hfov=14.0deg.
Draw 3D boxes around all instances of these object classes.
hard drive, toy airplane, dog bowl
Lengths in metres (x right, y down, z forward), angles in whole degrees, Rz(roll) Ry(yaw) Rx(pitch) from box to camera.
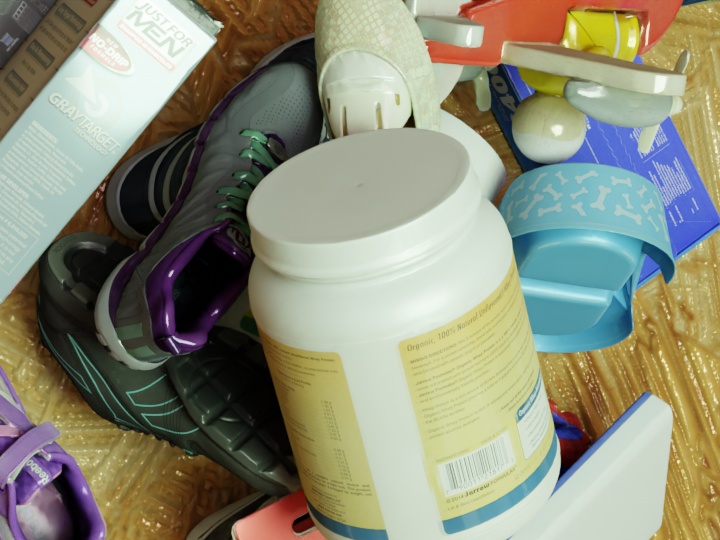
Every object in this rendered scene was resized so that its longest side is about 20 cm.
[{"bbox_3d":[0.119,0.180,1.811,0.200,0.025,0.132,-42,151,-29],"label":"hard drive"},{"bbox_3d":[0.096,-0.124,1.720,0.198,0.200,0.142,-6,113,8],"label":"toy airplane"},{"bbox_3d":[0.124,-0.007,1.785,0.111,0.200,0.050,8,67,-8],"label":"dog bowl"}]

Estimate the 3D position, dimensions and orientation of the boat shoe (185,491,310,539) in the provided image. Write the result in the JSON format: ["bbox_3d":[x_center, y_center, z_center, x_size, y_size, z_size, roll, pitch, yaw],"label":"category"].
[{"bbox_3d":[-0.014,0.140,1.773,0.200,0.064,0.071,-35,105,-24],"label":"boat shoe"}]

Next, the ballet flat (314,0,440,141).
[{"bbox_3d":[0.014,-0.065,1.640,0.062,0.067,0.201,-61,141,-64],"label":"ballet flat"}]

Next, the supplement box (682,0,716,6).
[{"bbox_3d":[0.245,-0.277,1.882,0.199,0.134,0.201,-11,94,-28],"label":"supplement box"}]

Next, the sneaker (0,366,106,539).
[{"bbox_3d":[-0.207,0.098,1.657,0.080,0.088,0.201,-41,106,-21],"label":"sneaker"}]

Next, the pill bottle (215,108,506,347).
[{"bbox_3d":[0.000,0.000,1.756,0.113,0.113,0.201,42,70,-21],"label":"pill bottle"}]

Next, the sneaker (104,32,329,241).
[{"bbox_3d":[-0.049,-0.080,1.732,0.200,0.108,0.070,-36,104,-23],"label":"sneaker"}]

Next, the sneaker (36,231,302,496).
[{"bbox_3d":[-0.106,0.062,1.676,0.200,0.079,0.075,42,45,13],"label":"sneaker"}]

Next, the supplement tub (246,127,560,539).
[{"bbox_3d":[0.021,0.041,1.573,0.144,0.144,0.201,-29,121,-26],"label":"supplement tub"}]

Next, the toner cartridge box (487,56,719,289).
[{"bbox_3d":[0.146,-0.090,1.876,0.095,0.043,0.201,-33,104,-23],"label":"toner cartridge box"}]

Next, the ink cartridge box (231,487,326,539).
[{"bbox_3d":[-0.011,0.208,1.709,0.116,0.067,0.201,-25,107,-24],"label":"ink cartridge box"}]

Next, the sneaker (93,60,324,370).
[{"bbox_3d":[-0.063,-0.029,1.612,0.074,0.087,0.201,38,71,-24],"label":"sneaker"}]

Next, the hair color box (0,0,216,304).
[{"bbox_3d":[-0.171,-0.072,1.578,0.061,0.099,0.200,39,90,-22],"label":"hair color box"}]

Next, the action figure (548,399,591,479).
[{"bbox_3d":[0.100,0.110,1.824,0.199,0.051,0.066,14,74,-50],"label":"action figure"}]

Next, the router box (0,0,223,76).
[{"bbox_3d":[-0.199,-0.116,1.646,0.150,0.062,0.200,43,89,-21],"label":"router box"}]
